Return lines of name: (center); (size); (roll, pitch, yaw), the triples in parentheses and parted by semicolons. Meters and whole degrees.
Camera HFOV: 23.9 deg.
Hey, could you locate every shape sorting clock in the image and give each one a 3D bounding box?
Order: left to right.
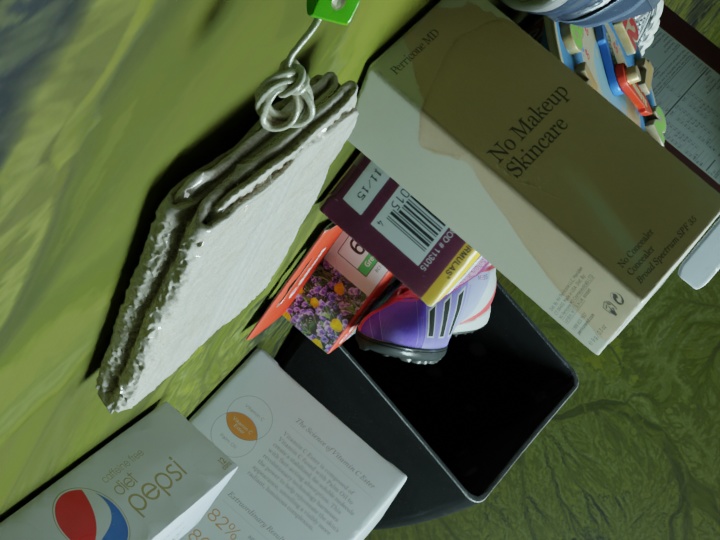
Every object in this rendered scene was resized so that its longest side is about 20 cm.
shape sorting clock: (0.169, -0.127, 1.147); (0.039, 0.201, 0.200); (-19, -176, 22)

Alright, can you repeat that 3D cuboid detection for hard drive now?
hard drive: (0.314, -0.047, 1.396); (0.132, 0.026, 0.200); (-52, 171, 11)

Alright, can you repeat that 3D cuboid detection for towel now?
towel: (-0.071, -0.013, 0.863); (0.132, 0.034, 0.200); (-42, 170, -37)

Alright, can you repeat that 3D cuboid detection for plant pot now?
plant pot: (0.028, 0.105, 1.449); (0.177, 0.200, 0.199); (-39, -179, 43)

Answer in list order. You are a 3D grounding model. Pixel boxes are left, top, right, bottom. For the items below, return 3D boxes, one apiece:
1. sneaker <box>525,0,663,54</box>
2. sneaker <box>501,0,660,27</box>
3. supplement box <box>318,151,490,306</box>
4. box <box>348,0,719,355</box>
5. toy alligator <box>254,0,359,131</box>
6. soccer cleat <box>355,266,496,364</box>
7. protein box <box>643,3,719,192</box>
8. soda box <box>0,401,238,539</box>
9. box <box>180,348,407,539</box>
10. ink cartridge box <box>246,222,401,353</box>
sneaker: (0.150, -0.154, 1.262); (0.200, 0.081, 0.075); (-52, 170, 18)
sneaker: (0.173, -0.226, 1.011); (0.202, 0.077, 0.146); (-42, 163, 17)
supplement box: (0.076, -0.072, 1.145); (0.131, 0.103, 0.200); (-52, 171, 19)
box: (0.097, -0.059, 0.968); (0.095, 0.200, 0.078); (-46, 172, -27)
toy alligator: (0.001, -0.138, 0.630); (0.200, 0.059, 0.054); (123, -29, -42)
soccer cleat: (0.052, 0.018, 1.262); (0.200, 0.068, 0.074); (-22, 128, -65)
protein box: (0.219, -0.105, 1.427); (0.135, 0.200, 0.199); (-45, 171, -29)
soda box: (-0.159, 0.158, 1.036); (0.064, 0.068, 0.200); (-54, 171, 31)
box: (-0.089, 0.190, 1.262); (0.200, 0.152, 0.106); (-46, 170, -24)
ink cartridge box: (0.000, 0.000, 1.246); (0.109, 0.050, 0.200); (-54, 172, 24)
